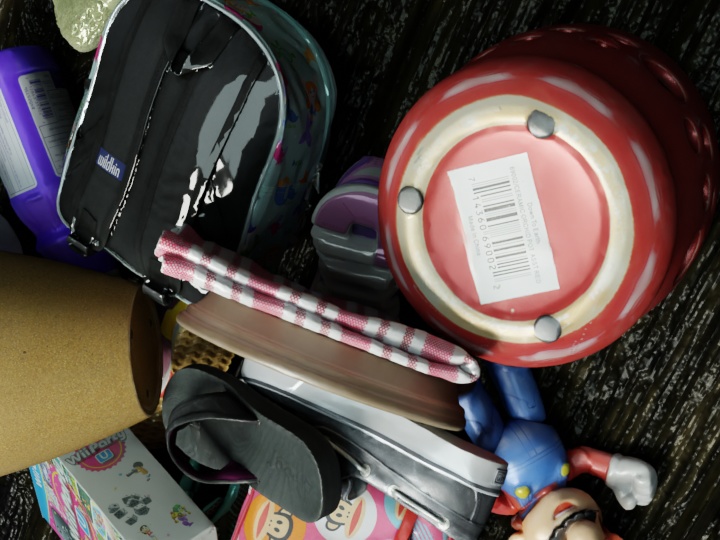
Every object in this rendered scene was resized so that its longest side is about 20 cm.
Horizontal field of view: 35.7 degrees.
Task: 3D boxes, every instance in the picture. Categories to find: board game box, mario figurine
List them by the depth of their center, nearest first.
[{"bbox_3d":[0.131,0.143,0.781,0.122,0.106,0.203,-27,90,24],"label":"mario figurine"},{"bbox_3d":[-0.189,0.197,0.887,0.199,0.064,0.149,38,143,35],"label":"board game box"}]

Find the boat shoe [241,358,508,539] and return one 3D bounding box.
[{"bbox_3d":[-0.002,0.115,0.730,0.197,0.072,0.069,23,89,21],"label":"boat shoe"}]

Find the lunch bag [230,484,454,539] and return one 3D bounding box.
[{"bbox_3d":[-0.013,0.231,0.788,0.173,0.082,0.203,20,90,4],"label":"lunch bag"}]

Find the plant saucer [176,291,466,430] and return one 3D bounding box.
[{"bbox_3d":[-0.021,0.054,0.718,0.197,0.200,0.030,20,88,17],"label":"plant saucer"}]

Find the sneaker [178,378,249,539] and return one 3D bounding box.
[{"bbox_3d":[-0.121,0.188,0.905,0.076,0.091,0.204,18,110,18],"label":"sneaker"}]

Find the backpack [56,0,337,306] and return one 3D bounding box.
[{"bbox_3d":[-0.108,-0.098,0.792,0.176,0.150,0.203,30,118,20],"label":"backpack"}]

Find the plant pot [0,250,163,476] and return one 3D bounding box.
[{"bbox_3d":[-0.248,0.063,0.800,0.196,0.187,0.190,-5,102,4],"label":"plant pot"}]

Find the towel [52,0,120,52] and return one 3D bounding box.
[{"bbox_3d":[-0.185,-0.276,0.811,0.147,0.036,0.203,-32,65,32],"label":"towel"}]

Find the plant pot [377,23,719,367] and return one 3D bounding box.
[{"bbox_3d":[0.119,-0.047,0.696,0.197,0.182,0.205,5,105,19],"label":"plant pot"}]

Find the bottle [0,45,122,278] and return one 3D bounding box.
[{"bbox_3d":[-0.247,-0.075,0.896,0.064,0.084,0.203,-19,96,16],"label":"bottle"}]

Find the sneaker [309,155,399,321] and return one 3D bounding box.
[{"bbox_3d":[0.000,0.000,0.818,0.079,0.089,0.202,14,132,2],"label":"sneaker"}]

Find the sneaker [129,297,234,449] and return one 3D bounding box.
[{"bbox_3d":[-0.153,0.064,0.906,0.201,0.074,0.091,-56,46,37],"label":"sneaker"}]

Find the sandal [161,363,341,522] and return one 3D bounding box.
[{"bbox_3d":[-0.089,0.111,0.738,0.199,0.047,0.077,12,112,51],"label":"sandal"}]

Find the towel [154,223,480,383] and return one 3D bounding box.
[{"bbox_3d":[-0.029,0.019,0.678,0.197,0.146,0.030,21,89,-8],"label":"towel"}]

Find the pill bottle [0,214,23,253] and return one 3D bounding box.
[{"bbox_3d":[-0.388,0.020,0.959,0.198,0.119,0.121,-26,93,26],"label":"pill bottle"}]
